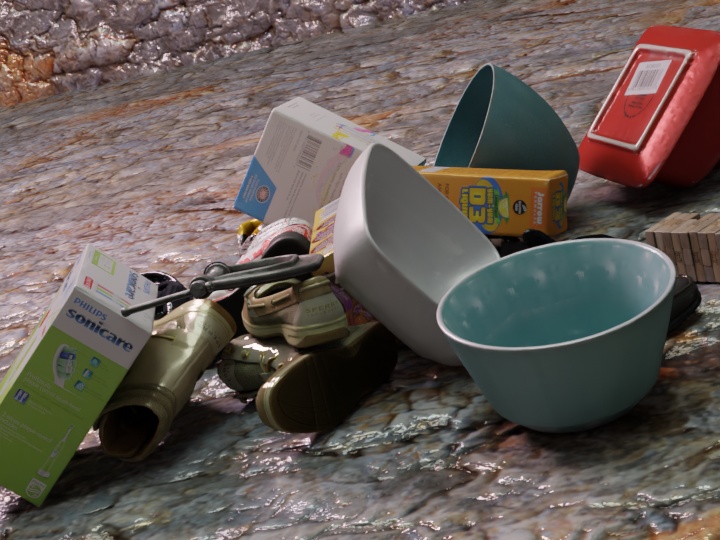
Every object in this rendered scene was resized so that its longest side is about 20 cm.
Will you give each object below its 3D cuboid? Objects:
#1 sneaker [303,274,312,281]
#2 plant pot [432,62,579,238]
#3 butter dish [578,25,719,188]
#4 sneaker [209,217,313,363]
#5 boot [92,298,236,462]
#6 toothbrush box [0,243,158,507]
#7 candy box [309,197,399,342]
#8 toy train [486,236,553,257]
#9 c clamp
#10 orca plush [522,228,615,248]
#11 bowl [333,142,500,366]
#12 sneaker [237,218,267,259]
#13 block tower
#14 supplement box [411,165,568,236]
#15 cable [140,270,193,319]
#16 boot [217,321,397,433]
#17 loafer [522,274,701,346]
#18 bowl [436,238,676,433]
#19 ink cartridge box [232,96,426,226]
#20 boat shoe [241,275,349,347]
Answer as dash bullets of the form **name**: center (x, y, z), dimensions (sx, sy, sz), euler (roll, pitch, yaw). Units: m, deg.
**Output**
- **sneaker**: center (-0.050, 0.048, 1.720), dimensions (0.087, 0.075, 0.200), euler (-35, 10, 11)
- **plant pot**: center (0.171, -0.119, 1.869), dimensions (0.134, 0.201, 0.200), euler (20, 13, -10)
- **butter dish**: center (0.374, -0.168, 1.896), dimensions (0.200, 0.147, 0.200), euler (-61, 21, 1)
- **sneaker**: center (-0.123, 0.023, 1.746), dimensions (0.201, 0.067, 0.108), euler (-42, 10, 14)
- **boot**: center (-0.215, 0.121, 1.575), dimensions (0.200, 0.073, 0.156), euler (-29, 23, 44)
- **toothbrush box**: center (-0.275, 0.094, 1.515), dimensions (0.200, 0.086, 0.146), euler (-55, 13, 12)
- **candy box**: center (0.000, 0.000, 1.690), dimensions (0.056, 0.117, 0.200), euler (-32, 14, 9)
- **toy train**: center (0.135, -0.019, 1.786), dimensions (0.199, 0.034, 0.046), euler (-1, -13, 44)
- **c clamp**: center (-0.117, 0.004, 1.508), dimensions (0.170, 0.027, 0.200), euler (-12, 3, 8)
- **orca plush**: center (0.173, -0.012, 1.668), dimensions (0.199, 0.071, 0.105), euler (-10, 17, 19)
- **bowl**: center (0.049, -0.007, 1.564), dimensions (0.075, 0.200, 0.200), euler (-38, 23, 26)
- **sneaker**: center (-0.101, -0.013, 1.898), dimensions (0.078, 0.083, 0.200), euler (-22, 18, -20)
- **block tower**: center (0.372, -0.021, 1.551), dimensions (0.058, 0.054, 0.199), euler (-30, 22, -38)
- **supplement box**: center (0.117, -0.074, 1.731), dimensions (0.199, 0.067, 0.069), euler (3, 9, 22)
- **cable**: center (-0.278, 0.056, 1.914), dimensions (0.162, 0.051, 0.200), euler (-19, 19, 5)
- **boot**: center (-0.075, 0.101, 1.529), dimensions (0.154, 0.072, 0.200), euler (-3, 15, 33)
- **loafer**: center (0.216, 0.036, 1.473), dimensions (0.199, 0.073, 0.073), euler (-20, 17, -17)
- **bowl**: center (0.171, 0.062, 1.355), dimensions (0.200, 0.105, 0.201), euler (-13, 21, 5)
- **ink cartridge box**: center (-0.022, -0.097, 1.897), dimensions (0.199, 0.129, 0.125), euler (26, 16, 5)
- **boat shoe**: center (-0.066, 0.028, 1.536), dimensions (0.073, 0.063, 0.201), euler (-14, 9, -16)
